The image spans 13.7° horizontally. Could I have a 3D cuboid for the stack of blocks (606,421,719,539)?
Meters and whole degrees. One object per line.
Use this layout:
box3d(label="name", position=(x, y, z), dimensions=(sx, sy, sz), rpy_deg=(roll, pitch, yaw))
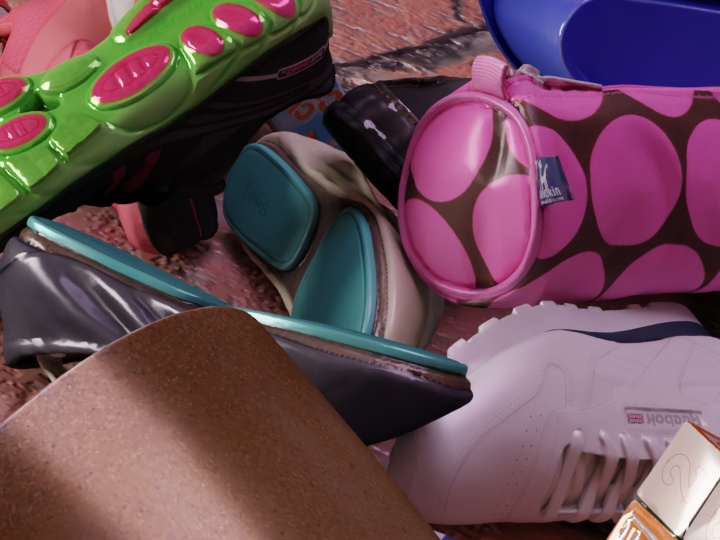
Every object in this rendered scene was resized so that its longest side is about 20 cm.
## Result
box3d(label="stack of blocks", position=(0.165, 0.131, 0.872), dimensions=(0.115, 0.059, 0.200), rpy_deg=(27, 10, -33))

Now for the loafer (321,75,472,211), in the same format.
box3d(label="loafer", position=(0.038, -0.056, 1.229), dimensions=(0.073, 0.072, 0.200), rpy_deg=(49, 7, 9))

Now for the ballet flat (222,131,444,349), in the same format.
box3d(label="ballet flat", position=(0.000, 0.000, 1.190), dimensions=(0.069, 0.070, 0.200), rpy_deg=(7, 25, -20))

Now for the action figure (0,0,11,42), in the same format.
box3d(label="action figure", position=(-0.218, -0.095, 1.281), dimensions=(0.065, 0.052, 0.200), rpy_deg=(25, 22, 29))

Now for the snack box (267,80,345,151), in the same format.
box3d(label="snack box", position=(-0.066, -0.134, 1.316), dimensions=(0.037, 0.200, 0.116), rpy_deg=(-34, 35, -1))

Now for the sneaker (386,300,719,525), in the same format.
box3d(label="sneaker", position=(0.090, 0.061, 1.102), dimensions=(0.200, 0.077, 0.080), rpy_deg=(-13, 46, -46))

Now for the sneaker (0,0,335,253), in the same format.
box3d(label="sneaker", position=(-0.094, -0.045, 1.138), dimensions=(0.200, 0.084, 0.077), rpy_deg=(-28, 47, 4))

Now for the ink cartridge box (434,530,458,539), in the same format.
box3d(label="ink cartridge box", position=(-0.031, 0.107, 0.958), dimensions=(0.199, 0.042, 0.119), rpy_deg=(22, 24, 10))

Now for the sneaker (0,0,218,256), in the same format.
box3d(label="sneaker", position=(-0.114, -0.061, 1.268), dimensions=(0.086, 0.074, 0.200), rpy_deg=(-16, 34, -1))

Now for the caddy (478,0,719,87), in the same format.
box3d(label="caddy", position=(0.149, -0.128, 1.279), dimensions=(0.199, 0.142, 0.105), rpy_deg=(8, 11, -17))

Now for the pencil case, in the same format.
box3d(label="pencil case", position=(0.113, -0.036, 1.161), dimensions=(0.200, 0.094, 0.091), rpy_deg=(-3, 7, -42))

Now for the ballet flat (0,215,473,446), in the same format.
box3d(label="ballet flat", position=(-0.051, 0.038, 1.051), dimensions=(0.199, 0.073, 0.073), rpy_deg=(18, 21, 32))

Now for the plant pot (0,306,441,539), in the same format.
box3d(label="plant pot", position=(-0.017, 0.141, 0.741), dimensions=(0.200, 0.187, 0.186), rpy_deg=(39, 30, 19))
